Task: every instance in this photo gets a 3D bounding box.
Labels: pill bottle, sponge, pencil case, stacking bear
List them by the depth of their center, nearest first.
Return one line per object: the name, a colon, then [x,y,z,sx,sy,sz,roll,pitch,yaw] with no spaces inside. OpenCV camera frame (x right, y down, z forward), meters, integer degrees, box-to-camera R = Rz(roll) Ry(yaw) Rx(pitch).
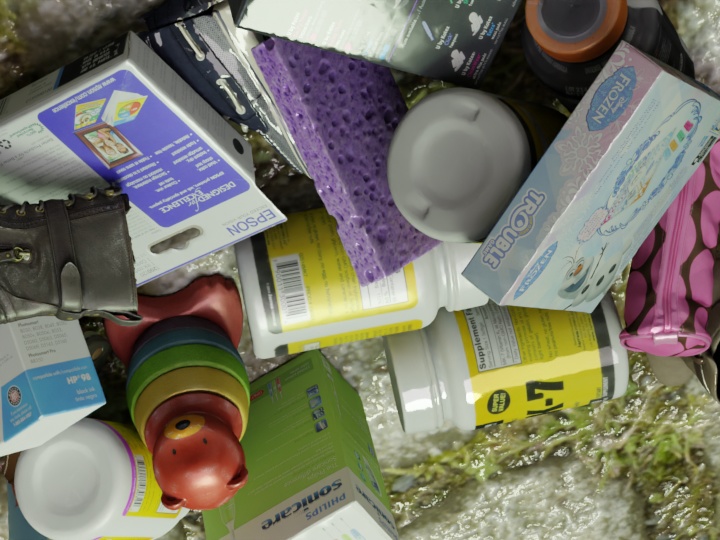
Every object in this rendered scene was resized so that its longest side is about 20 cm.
pill bottle: [0.185,-0.169,1.315,0.106,0.106,0.200,-32,160,13]
sponge: [0.000,-0.099,1.330,0.030,0.111,0.201,-19,99,43]
pill bottle: [0.113,-0.076,1.338,0.114,0.114,0.200,-45,160,21]
pill bottle: [0.000,0.000,1.445,0.199,0.114,0.115,-10,129,-5]
pencil case: [0.264,-0.029,1.449,0.090,0.094,0.201,7,85,-2]
stacking bear: [-0.143,0.116,1.456,0.121,0.200,0.114,-13,129,-3]
pill bottle: [-0.212,0.185,1.509,0.104,0.105,0.200,-29,164,10]
pill bottle: [0.126,0.077,1.534,0.199,0.114,0.115,-12,129,-3]

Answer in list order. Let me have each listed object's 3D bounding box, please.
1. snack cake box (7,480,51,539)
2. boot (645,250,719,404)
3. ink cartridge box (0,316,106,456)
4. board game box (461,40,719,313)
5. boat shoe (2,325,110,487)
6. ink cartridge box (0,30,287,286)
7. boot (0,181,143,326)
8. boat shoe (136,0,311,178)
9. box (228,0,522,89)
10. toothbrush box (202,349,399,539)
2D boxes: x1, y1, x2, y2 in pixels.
snack cake box: [-0.258,0.273,1.552,0.067,0.200,0.115,-24,129,6]
boot: [0.307,0.068,1.556,0.070,0.146,0.201,-11,129,-6]
ink cartridge box: [-0.287,0.037,1.382,0.067,0.201,0.116,-11,166,-43]
board game box: [0.181,-0.061,1.282,0.200,0.043,0.199,-56,157,13]
boat shoe: [-0.279,0.109,1.512,0.074,0.076,0.200,33,129,4]
ink cartridge box: [-0.190,-0.077,1.363,0.198,0.044,0.200,-22,131,28]
boot: [-0.261,-0.039,1.312,0.173,0.201,0.069,-14,175,-19]
boat shoe: [-0.097,-0.141,1.358,0.092,0.075,0.200,-19,125,16]
box: [0.008,-0.226,1.273,0.199,0.122,0.106,11,124,-22]
toothbrush box: [-0.062,0.188,1.532,0.145,0.200,0.086,-31,127,11]
